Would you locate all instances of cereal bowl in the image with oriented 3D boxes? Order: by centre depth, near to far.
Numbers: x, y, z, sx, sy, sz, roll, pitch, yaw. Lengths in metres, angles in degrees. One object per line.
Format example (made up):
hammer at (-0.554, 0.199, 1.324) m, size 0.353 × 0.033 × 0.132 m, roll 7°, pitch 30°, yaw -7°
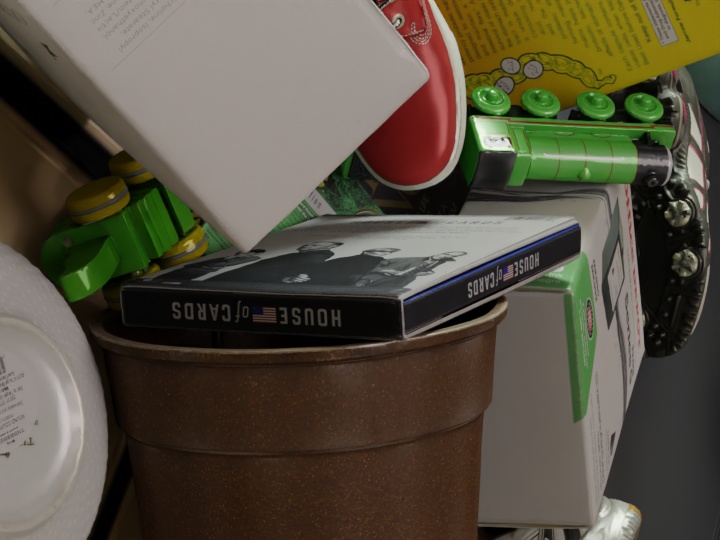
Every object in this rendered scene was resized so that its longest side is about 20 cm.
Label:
cereal bowl at (-0.183, 0.072, 1.120) m, size 0.200 × 0.083 × 0.200 m, roll 9°, pitch 78°, yaw -49°

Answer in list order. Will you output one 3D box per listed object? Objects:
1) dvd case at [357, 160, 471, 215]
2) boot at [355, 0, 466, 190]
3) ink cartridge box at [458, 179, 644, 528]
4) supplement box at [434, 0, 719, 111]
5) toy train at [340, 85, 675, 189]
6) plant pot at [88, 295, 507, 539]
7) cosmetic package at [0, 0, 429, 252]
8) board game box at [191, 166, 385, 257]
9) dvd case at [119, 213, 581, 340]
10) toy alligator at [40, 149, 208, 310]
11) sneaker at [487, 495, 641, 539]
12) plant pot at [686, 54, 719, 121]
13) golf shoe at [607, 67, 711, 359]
dvd case at (0.027, -0.079, 1.448) m, size 0.200 × 0.016 × 0.149 m, roll 47°, pitch 52°, yaw -35°
boot at (-0.006, -0.137, 1.256) m, size 0.144 × 0.072 × 0.200 m, roll -2°, pitch 77°, yaw -76°
ink cartridge box at (0.099, 0.029, 1.395) m, size 0.200 × 0.084 × 0.146 m, roll -63°, pitch 149°, yaw -60°
supplement box at (0.138, -0.165, 1.430) m, size 0.110 × 0.200 × 0.109 m, roll 64°, pitch 29°, yaw -12°
toy train at (0.080, -0.070, 1.370) m, size 0.200 × 0.042 × 0.056 m, roll 2°, pitch 43°, yaw -15°
plant pot at (-0.026, 0.115, 1.225) m, size 0.200 × 0.200 × 0.198 m, roll -13°, pitch 104°, yaw -50°
cosmetic package at (-0.105, -0.141, 1.137) m, size 0.123 × 0.199 × 0.200 m, roll -45°, pitch 123°, yaw -4°
board game box at (-0.016, 0.008, 1.368) m, size 0.200 × 0.023 × 0.105 m, roll 50°, pitch 59°, yaw -34°
dvd case at (0.000, 0.000, 1.228) m, size 0.200 × 0.150 × 0.025 m, roll -20°, pitch 109°, yaw -60°
toy alligator at (-0.105, -0.034, 1.255) m, size 0.200 × 0.054 × 0.059 m, roll -47°, pitch 121°, yaw -50°
sneaker at (0.092, 0.198, 1.420) m, size 0.200 × 0.088 × 0.076 m, roll -60°, pitch 164°, yaw -51°
plant pot at (0.310, -0.202, 1.714) m, size 0.200 × 0.135 × 0.200 m, roll 12°, pitch 74°, yaw -49°
golf shoe at (0.197, -0.043, 1.602) m, size 0.088 × 0.077 × 0.200 m, roll 8°, pitch 78°, yaw -57°
